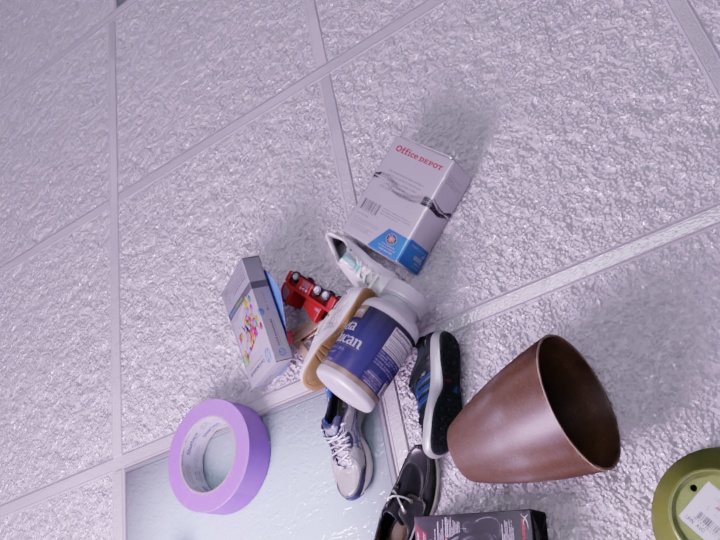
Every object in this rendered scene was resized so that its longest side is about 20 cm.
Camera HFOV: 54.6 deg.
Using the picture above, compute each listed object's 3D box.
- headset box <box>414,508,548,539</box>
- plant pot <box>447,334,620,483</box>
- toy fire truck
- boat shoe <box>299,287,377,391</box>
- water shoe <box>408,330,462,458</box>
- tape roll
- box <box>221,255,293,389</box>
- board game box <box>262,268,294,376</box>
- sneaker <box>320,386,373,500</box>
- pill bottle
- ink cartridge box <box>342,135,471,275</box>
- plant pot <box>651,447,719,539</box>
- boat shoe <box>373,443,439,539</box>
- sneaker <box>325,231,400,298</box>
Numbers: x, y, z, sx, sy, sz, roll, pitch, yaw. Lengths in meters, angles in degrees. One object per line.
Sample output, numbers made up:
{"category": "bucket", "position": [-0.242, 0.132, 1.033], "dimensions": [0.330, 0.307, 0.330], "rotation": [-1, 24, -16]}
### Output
{"category": "headset box", "position": [0.163, 0.421, 0.980], "dimensions": [0.197, 0.077, 0.151], "rotation": [-16, 63, 28]}
{"category": "plant pot", "position": [0.225, 0.219, 0.977], "dimensions": [0.199, 0.185, 0.190], "rotation": [-36, 54, 34]}
{"category": "toy fire truck", "position": [-0.091, 0.099, 1.293], "dimensions": [0.199, 0.049, 0.143], "rotation": [29, 91, 40]}
{"category": "boat shoe", "position": [-0.045, 0.114, 1.196], "dimensions": [0.069, 0.071, 0.201], "rotation": [10, 58, 51]}
{"category": "water shoe", "position": [0.117, 0.199, 1.118], "dimensions": [0.078, 0.071, 0.203], "rotation": [-20, 55, 49]}
{"category": "tape roll", "position": [-0.264, 0.345, 1.297], "dimensions": [0.197, 0.065, 0.204], "rotation": [-14, 64, 29]}
{"category": "box", "position": [-0.194, 0.099, 1.291], "dimensions": [0.156, 0.041, 0.203], "rotation": [-47, 60, 54]}
{"category": "board game box", "position": [-0.158, 0.093, 1.307], "dimensions": [0.157, 0.038, 0.204], "rotation": [-1, 99, 59]}
{"category": "sneaker", "position": [-0.034, 0.277, 1.161], "dimensions": [0.076, 0.085, 0.203], "rotation": [-19, 63, 25]}
{"category": "pill bottle", "position": [0.026, 0.116, 1.131], "dimensions": [0.110, 0.112, 0.201], "rotation": [21, 66, 37]}
{"category": "ink cartridge box", "position": [0.083, -0.118, 1.246], "dimensions": [0.144, 0.084, 0.202], "rotation": [31, 90, 37]}
{"category": "plant pot", "position": [0.414, 0.286, 0.794], "dimensions": [0.184, 0.199, 0.190], "rotation": [-12, 65, 28]}
{"category": "boat shoe", "position": [0.069, 0.366, 1.072], "dimensions": [0.071, 0.067, 0.203], "rotation": [11, 76, 37]}
{"category": "sneaker", "position": [0.000, 0.000, 1.250], "dimensions": [0.076, 0.088, 0.200], "rotation": [-49, 54, 4]}
